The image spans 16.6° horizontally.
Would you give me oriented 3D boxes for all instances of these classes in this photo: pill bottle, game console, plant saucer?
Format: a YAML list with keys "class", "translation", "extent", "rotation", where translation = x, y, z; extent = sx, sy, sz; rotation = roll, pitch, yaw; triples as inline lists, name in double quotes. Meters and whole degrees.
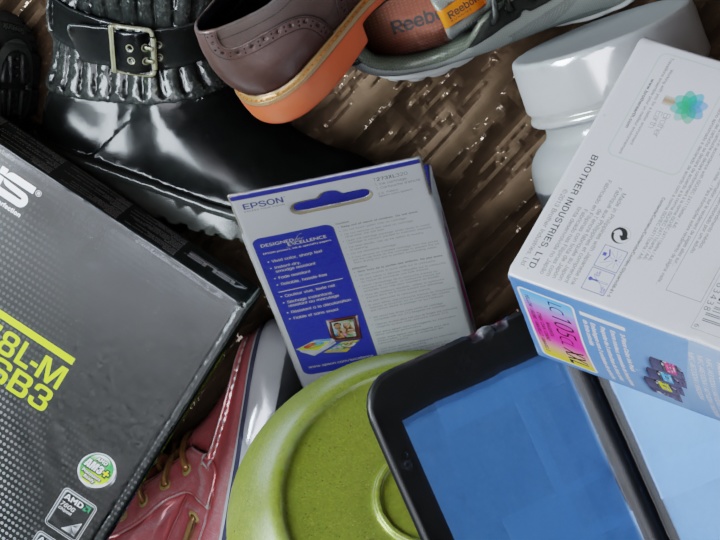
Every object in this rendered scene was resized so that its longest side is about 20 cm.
- class: "pill bottle"
  translation: [0.151, -0.024, 1.214]
  extent: [0.113, 0.113, 0.201]
  rotation: [-18, 101, 16]
- class: "game console"
  translation: [0.130, 0.103, 1.121]
  extent: [0.172, 0.119, 0.201]
  rotation: [-25, 88, 32]
- class: "plant saucer"
  translation: [0.034, 0.116, 1.192]
  extent: [0.199, 0.201, 0.031]
  rotation: [13, 147, 8]

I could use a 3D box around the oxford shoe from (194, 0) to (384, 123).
- class: "oxford shoe"
  translation: [-0.007, -0.170, 1.189]
  extent: [0.071, 0.073, 0.201]
  rotation: [17, 70, 45]

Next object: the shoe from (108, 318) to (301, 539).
- class: "shoe"
  translation: [-0.091, 0.115, 1.327]
  extent: [0.091, 0.071, 0.201]
  rotation: [14, 108, 9]

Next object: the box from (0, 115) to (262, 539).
- class: "box"
  translation: [-0.182, 0.037, 1.260]
  extent: [0.200, 0.048, 0.194]
  rotation: [34, 108, 1]

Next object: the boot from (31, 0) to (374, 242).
- class: "boot"
  translation: [-0.071, -0.104, 1.257]
  extent: [0.210, 0.079, 0.159]
  rotation: [14, 108, 8]

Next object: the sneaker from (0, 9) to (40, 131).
- class: "sneaker"
  translation: [-0.226, -0.046, 1.319]
  extent: [0.090, 0.076, 0.201]
  rotation: [13, 104, 20]

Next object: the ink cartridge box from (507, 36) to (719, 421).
- class: "ink cartridge box"
  translation: [0.183, -0.003, 1.054]
  extent: [0.199, 0.076, 0.137]
  rotation: [20, 68, 30]

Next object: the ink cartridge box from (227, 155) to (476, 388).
- class: "ink cartridge box"
  translation: [0.000, 0.000, 1.224]
  extent: [0.094, 0.037, 0.200]
  rotation: [-11, 147, 5]

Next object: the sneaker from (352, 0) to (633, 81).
- class: "sneaker"
  translation: [0.078, -0.144, 1.215]
  extent: [0.199, 0.079, 0.074]
  rotation: [-25, 97, 16]
